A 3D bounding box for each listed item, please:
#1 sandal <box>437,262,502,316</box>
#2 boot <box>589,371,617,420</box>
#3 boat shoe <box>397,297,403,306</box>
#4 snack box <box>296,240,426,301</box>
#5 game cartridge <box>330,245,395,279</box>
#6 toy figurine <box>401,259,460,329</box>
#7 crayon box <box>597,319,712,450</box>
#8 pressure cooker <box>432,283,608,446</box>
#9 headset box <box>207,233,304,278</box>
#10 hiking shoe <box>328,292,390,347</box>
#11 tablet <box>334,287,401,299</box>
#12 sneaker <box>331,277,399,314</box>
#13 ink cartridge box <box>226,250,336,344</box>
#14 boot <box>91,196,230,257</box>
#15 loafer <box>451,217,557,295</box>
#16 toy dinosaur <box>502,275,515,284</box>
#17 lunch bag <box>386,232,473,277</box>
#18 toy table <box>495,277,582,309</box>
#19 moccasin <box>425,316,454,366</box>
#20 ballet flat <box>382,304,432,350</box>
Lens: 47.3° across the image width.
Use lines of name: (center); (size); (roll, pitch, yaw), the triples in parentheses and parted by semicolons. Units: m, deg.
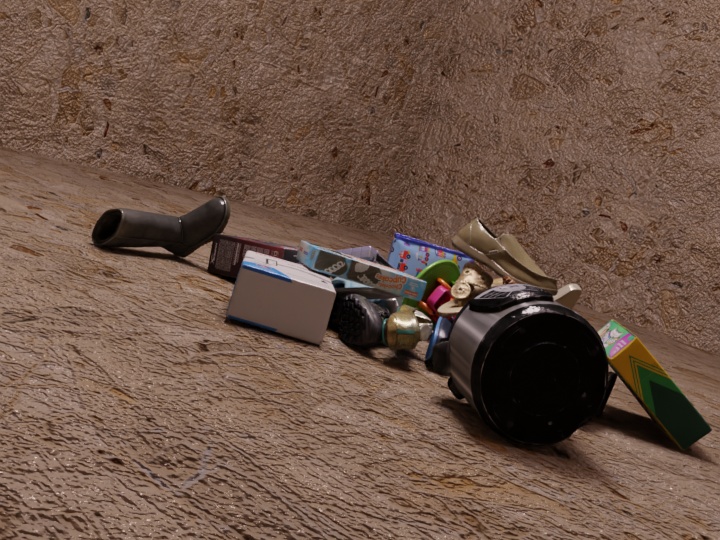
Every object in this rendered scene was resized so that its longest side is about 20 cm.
sandal: (0.191, 0.019, 1.384); (0.077, 0.070, 0.211); (-3, 9, 40)
boot: (0.302, 0.168, 1.258); (0.150, 0.074, 0.199); (23, 16, 27)
boat shoe: (0.096, 0.062, 1.659); (0.198, 0.073, 0.062); (16, 1, 7)
snack box: (0.000, 0.000, 1.372); (0.198, 0.037, 0.116); (17, 4, -19)
game cartridge: (0.006, 0.004, 1.659); (0.128, 0.039, 0.200); (-1, -22, 27)
toy figurine: (0.196, 0.102, 1.491); (0.184, 0.150, 0.200); (38, -7, 36)
crayon box: (0.445, 0.171, 1.282); (0.173, 0.058, 0.200); (52, 8, 1)
pressure cooker: (0.197, 0.111, 1.040); (0.175, 0.179, 0.200); (39, 2, -11)
headset box: (-0.158, -0.011, 1.520); (0.198, 0.076, 0.148); (12, 3, 35)
hiking shoe: (0.016, 0.076, 1.297); (0.100, 0.077, 0.200); (11, 7, -17)
tablet: (-0.041, 0.043, 1.438); (0.198, 0.014, 0.130); (-2, -7, 30)
sneaker: (0.004, 0.061, 1.523); (0.081, 0.075, 0.200); (-18, 25, -21)
ink cartridge box: (-0.121, 0.036, 1.256); (0.144, 0.085, 0.200); (16, 6, -8)
boot: (-0.358, -0.089, 1.488); (0.199, 0.181, 0.073); (19, 38, -50)
loafer: (0.242, -0.024, 1.353); (0.199, 0.068, 0.076); (31, 10, 22)
toy dinosaur: (0.265, 0.102, 1.334); (0.134, 0.202, 0.102); (-18, 1, 15)
lunch bag: (0.150, 0.019, 1.790); (0.198, 0.152, 0.094); (16, 6, 0)
toy table: (0.318, 0.100, 1.504); (0.116, 0.185, 0.201); (6, 47, -22)
moccasin: (0.150, 0.112, 1.322); (0.068, 0.081, 0.200); (21, 8, 10)
ballet flat: (0.079, 0.090, 1.273); (0.070, 0.071, 0.200); (17, 4, 10)
